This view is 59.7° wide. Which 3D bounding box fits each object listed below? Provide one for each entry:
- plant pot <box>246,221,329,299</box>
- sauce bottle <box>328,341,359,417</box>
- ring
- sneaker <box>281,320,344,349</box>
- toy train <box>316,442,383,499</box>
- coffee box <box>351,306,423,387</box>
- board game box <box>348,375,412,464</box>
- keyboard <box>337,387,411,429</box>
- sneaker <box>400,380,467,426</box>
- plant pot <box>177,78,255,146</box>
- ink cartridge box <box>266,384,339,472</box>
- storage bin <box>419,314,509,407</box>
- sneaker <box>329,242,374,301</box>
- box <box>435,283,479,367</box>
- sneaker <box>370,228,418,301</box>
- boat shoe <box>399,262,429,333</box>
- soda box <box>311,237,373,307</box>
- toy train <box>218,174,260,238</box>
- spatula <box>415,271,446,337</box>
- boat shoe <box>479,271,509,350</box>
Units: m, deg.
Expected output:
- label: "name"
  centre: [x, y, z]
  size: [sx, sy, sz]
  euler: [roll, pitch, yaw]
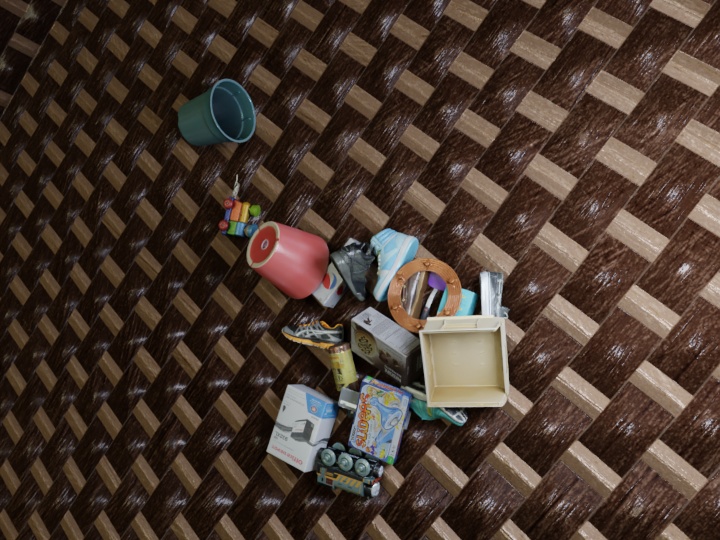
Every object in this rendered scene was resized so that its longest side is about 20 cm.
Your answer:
- label: "plant pot"
  centre: [-0.216, -0.041, 1.802]
  size: [0.199, 0.177, 0.203]
  euler: [-23, 54, 35]
- label: "sauce bottle"
  centre: [-0.039, 0.301, 1.725]
  size: [0.065, 0.066, 0.203]
  euler: [-14, 90, 25]
- label: "ring"
  centre: [0.164, 0.063, 1.634]
  size: [0.198, 0.019, 0.203]
  euler: [-6, 73, 20]
- label: "sneaker"
  centre: [-0.132, 0.180, 1.813]
  size: [0.197, 0.078, 0.078]
  euler: [9, 86, 18]
- label: "toy train"
  centre: [-0.031, 0.541, 1.694]
  size: [0.198, 0.085, 0.116]
  euler: [8, 97, 27]
- label: "coffee box"
  centre: [0.071, 0.200, 1.660]
  size: [0.199, 0.079, 0.114]
  euler: [31, 136, 33]
- label: "board game box"
  centre: [0.050, 0.394, 1.650]
  size: [0.134, 0.034, 0.203]
  euler: [18, 109, 19]
- label: "keyboard"
  centre: [0.037, 0.369, 1.683]
  size: [0.198, 0.011, 0.057]
  euler: [17, 102, 11]
- label: "sneaker"
  centre: [0.188, 0.352, 1.624]
  size: [0.198, 0.077, 0.081]
  euler: [22, 109, 35]
- label: "plant pot"
  centre: [-0.480, -0.500, 2.057]
  size: [0.194, 0.199, 0.203]
  euler: [-6, 78, 35]
- label: "ink cartridge box"
  centre: [-0.162, 0.442, 1.773]
  size: [0.144, 0.083, 0.202]
  euler: [18, 90, 29]
- label: "storage bin"
  centre: [0.256, 0.220, 1.529]
  size: [0.196, 0.094, 0.203]
  euler: [-3, 106, 16]
- label: "sneaker"
  centre: [0.000, 0.000, 1.722]
  size: [0.114, 0.200, 0.076]
  euler: [-33, 43, -7]
- label: "box"
  centre: [0.235, 0.144, 1.636]
  size: [0.082, 0.049, 0.202]
  euler: [18, 90, 29]
- label: "sneaker"
  centre: [0.063, -0.023, 1.742]
  size: [0.130, 0.079, 0.201]
  euler: [29, 85, 26]
- label: "boat shoe"
  centre: [0.132, 0.079, 1.692]
  size: [0.069, 0.070, 0.203]
  euler: [11, 78, 22]
- label: "soda box"
  centre: [-0.054, 0.009, 1.804]
  size: [0.068, 0.063, 0.201]
  euler: [43, 102, 27]
- label: "toy train"
  centre: [-0.370, -0.203, 2.002]
  size: [0.114, 0.085, 0.203]
  euler: [11, 86, 18]
- label: "spatula"
  centre: [0.187, 0.084, 1.688]
  size: [0.056, 0.020, 0.202]
  euler: [21, 92, 27]
- label: "boat shoe"
  centre: [0.339, 0.101, 1.575]
  size: [0.070, 0.072, 0.203]
  euler: [-4, 88, 10]
